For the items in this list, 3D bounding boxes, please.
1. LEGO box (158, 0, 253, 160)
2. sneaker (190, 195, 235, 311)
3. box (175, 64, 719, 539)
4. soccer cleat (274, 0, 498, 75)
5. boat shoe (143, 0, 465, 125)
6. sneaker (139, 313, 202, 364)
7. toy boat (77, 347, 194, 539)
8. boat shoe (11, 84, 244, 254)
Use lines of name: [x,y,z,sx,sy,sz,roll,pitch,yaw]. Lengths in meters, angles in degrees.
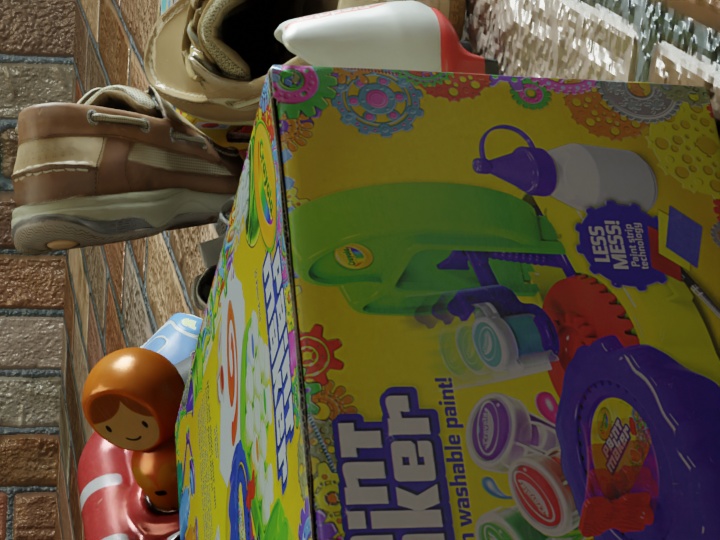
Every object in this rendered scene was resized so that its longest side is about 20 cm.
LEGO box: [-0.056,-0.144,0.962,0.200,0.077,0.149,154,117,-76]
sneaker: [-0.030,-0.006,0.825,0.200,0.082,0.075,121,148,-65]
box: [0.024,0.084,0.497,0.193,0.122,0.200,111,157,-56]
soccer cleat: [0.000,0.000,0.689,0.069,0.085,0.200,-132,45,-71]
boat shoe: [-0.042,-0.103,0.771,0.200,0.064,0.071,-6,83,53]
sneaker: [-0.136,0.097,1.345,0.200,0.076,0.077,121,170,-65]
toy boat: [-0.094,0.095,0.932,0.131,0.130,0.200,59,-176,-31]
boat shoe: [-0.101,-0.053,0.866,0.200,0.076,0.072,-21,-78,-75]
